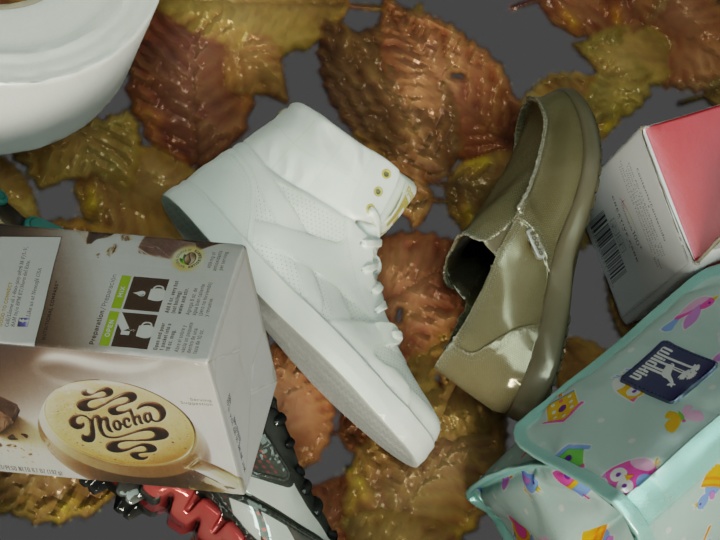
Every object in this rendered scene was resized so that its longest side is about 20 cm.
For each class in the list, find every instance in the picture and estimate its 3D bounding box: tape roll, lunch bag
[{"bbox_3d":[-0.207,-0.161,1.574,0.202,0.071,0.203,10,57,-16],"label":"tape roll"},{"bbox_3d":[0.164,0.089,1.548,0.170,0.200,0.122,-38,86,-17],"label":"lunch bag"}]

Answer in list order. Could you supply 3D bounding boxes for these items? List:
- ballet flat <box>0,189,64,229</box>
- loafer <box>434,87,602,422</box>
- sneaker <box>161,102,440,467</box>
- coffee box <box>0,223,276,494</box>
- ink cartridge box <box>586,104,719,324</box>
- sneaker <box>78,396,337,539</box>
[{"bbox_3d":[-0.194,-0.010,1.579,0.200,0.071,0.065,33,98,1],"label":"ballet flat"},{"bbox_3d":[0.084,-0.017,1.614,0.067,0.076,0.200,15,59,-10],"label":"loafer"},{"bbox_3d":[0.000,0.000,1.603,0.116,0.074,0.200,-40,85,-15],"label":"sneaker"},{"bbox_3d":[-0.153,0.042,1.495,0.200,0.113,0.080,5,51,13],"label":"coffee box"},{"bbox_3d":[0.241,-0.056,1.615,0.200,0.176,0.084,-18,80,-16],"label":"ink cartridge box"},{"bbox_3d":[-0.052,0.121,1.561,0.200,0.071,0.098,38,73,1],"label":"sneaker"}]
